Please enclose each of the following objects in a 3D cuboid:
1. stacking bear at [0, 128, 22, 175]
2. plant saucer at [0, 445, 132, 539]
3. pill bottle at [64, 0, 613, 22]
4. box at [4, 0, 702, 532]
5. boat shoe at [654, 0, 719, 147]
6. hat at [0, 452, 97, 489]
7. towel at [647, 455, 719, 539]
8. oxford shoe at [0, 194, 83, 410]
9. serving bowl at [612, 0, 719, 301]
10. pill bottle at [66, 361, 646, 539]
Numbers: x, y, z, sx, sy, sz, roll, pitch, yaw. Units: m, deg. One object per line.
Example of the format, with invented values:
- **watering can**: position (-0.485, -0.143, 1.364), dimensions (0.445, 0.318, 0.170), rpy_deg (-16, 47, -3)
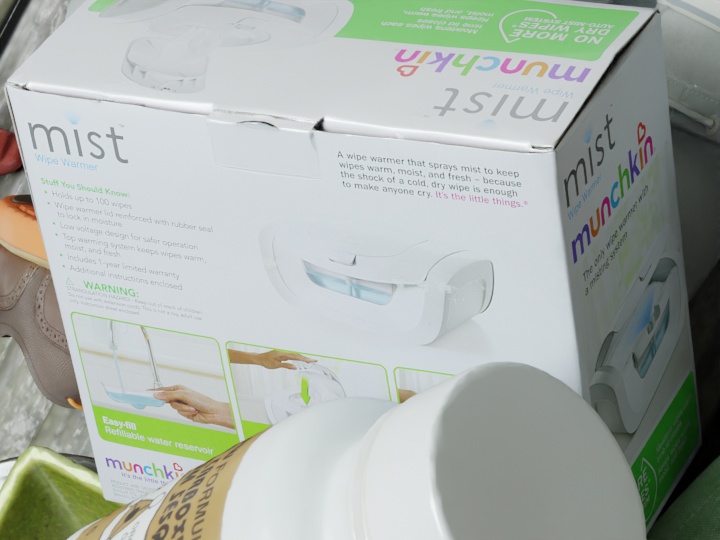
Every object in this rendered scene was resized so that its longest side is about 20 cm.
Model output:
- **stacking bear**: position (-0.247, 0.019, 1.314), dimensions (0.113, 0.121, 0.201), rpy_deg (8, 83, 45)
- **plant saucer**: position (-0.073, 0.195, 1.027), dimensions (0.199, 0.048, 0.200), rpy_deg (26, 89, 15)
- **pill bottle**: position (-0.011, -0.107, 1.027), dimensions (0.200, 0.112, 0.113), rpy_deg (-24, 54, 36)
- **box**: position (0.000, 0.000, 0.954), dimensions (0.199, 0.177, 0.097), rpy_deg (8, 36, 27)
- **boat shoe**: position (0.161, -0.035, 0.929), dimensions (0.200, 0.072, 0.069), rpy_deg (36, 101, 34)
- **hat**: position (-0.120, 0.172, 1.107), dimensions (0.200, 0.081, 0.202), rpy_deg (-2, 82, 13)
- **towel**: position (0.138, 0.153, 0.907), dimensions (0.153, 0.023, 0.200), rpy_deg (-48, 41, 15)
- **oxford shoe**: position (-0.094, 0.029, 1.189), dimensions (0.200, 0.071, 0.073), rpy_deg (31, 113, 54)
- **serving bowl**: position (0.054, -0.053, 1.068), dimensions (0.200, 0.066, 0.201), rpy_deg (-23, 55, 37)
- **pill bottle**: position (-0.010, 0.104, 0.897), dimensions (0.200, 0.114, 0.115), rpy_deg (-30, 50, 43)
